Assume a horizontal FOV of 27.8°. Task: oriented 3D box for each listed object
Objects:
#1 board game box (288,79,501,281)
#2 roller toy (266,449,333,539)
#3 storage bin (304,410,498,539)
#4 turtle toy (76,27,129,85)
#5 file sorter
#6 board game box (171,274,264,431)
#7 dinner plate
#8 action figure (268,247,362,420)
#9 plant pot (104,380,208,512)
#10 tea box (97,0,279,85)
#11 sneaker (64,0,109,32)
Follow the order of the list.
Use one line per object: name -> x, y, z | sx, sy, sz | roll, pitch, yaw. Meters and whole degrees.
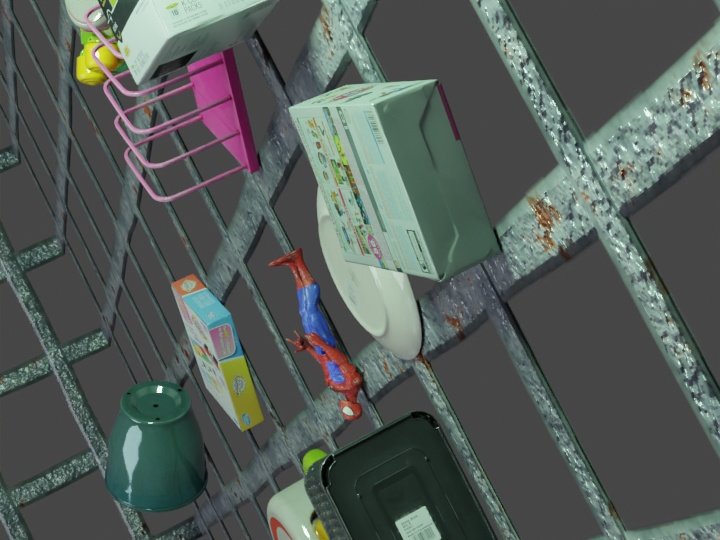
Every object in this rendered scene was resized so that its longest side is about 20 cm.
board game box -> 0.023, -0.077, 1.187 | 0.200, 0.064, 0.149 | 13, 126, 67
roller toy -> -0.028, 0.337, 1.778 | 0.200, 0.139, 0.184 | 36, 148, 56
storage bin -> 0.046, 0.257, 1.454 | 0.201, 0.134, 0.094 | 63, 163, 6
turtle toy -> -0.281, -0.291, 1.713 | 0.200, 0.100, 0.147 | 168, 104, -72
file sorter -> -0.212, -0.199, 1.601 | 0.139, 0.125, 0.201 | 47, 156, 45
board game box -> -0.217, 0.124, 2.205 | 0.153, 0.040, 0.201 | 41, 151, 53
dinner plate -> 0.000, 0.000, 1.429 | 0.201, 0.024, 0.201 | 56, 162, 29
action figure -> -0.046, 0.076, 1.634 | 0.201, 0.051, 0.065 | 63, 159, -2
plant pot -> -0.387, 0.320, 2.755 | 0.200, 0.198, 0.190 | 45, 139, 47
tea box -> -0.176, -0.302, 1.341 | 0.198, 0.133, 0.200 | 65, 163, -3
sneaker -> -0.301, -0.360, 1.578 | 0.088, 0.081, 0.202 | -31, -57, -69
